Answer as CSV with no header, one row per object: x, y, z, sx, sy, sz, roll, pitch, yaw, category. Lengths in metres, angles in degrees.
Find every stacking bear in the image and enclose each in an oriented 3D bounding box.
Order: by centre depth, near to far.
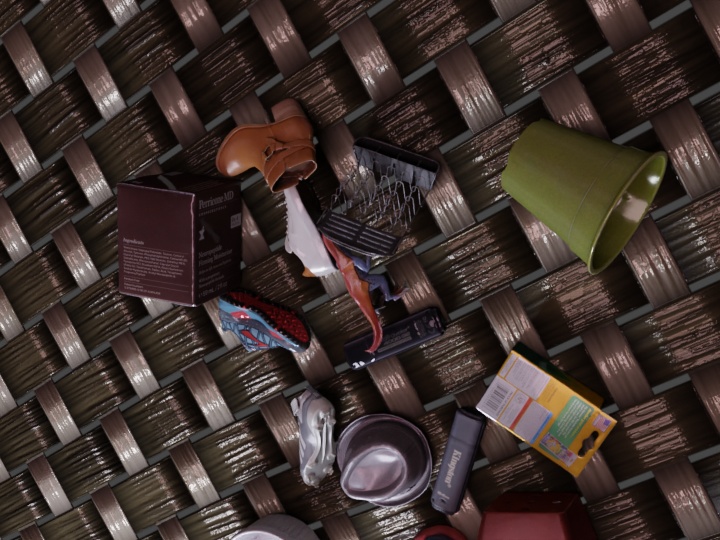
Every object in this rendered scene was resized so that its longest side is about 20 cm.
0.117,0.535,1.573,0.121,0.200,0.114,34,113,12,stacking bear

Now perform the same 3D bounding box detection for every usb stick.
0.169,0.331,1.586,0.055,0.033,0.202,20,110,16,usb stick
0.056,0.119,1.591,0.199,0.033,0.056,-25,85,26,usb stick

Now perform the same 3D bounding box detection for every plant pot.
0.315,-0.128,1.350,0.189,0.199,0.201,34,114,24,plant pot
0.290,0.466,1.498,0.198,0.199,0.178,-5,89,24,plant pot

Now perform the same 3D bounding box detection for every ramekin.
-0.159,0.567,1.751,0.198,0.105,0.202,5,104,22,ramekin

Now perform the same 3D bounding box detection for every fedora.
0.030,0.351,1.626,0.199,0.090,0.178,-27,91,26,fedora

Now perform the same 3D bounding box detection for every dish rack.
0.025,-0.115,1.469,0.152,0.201,0.055,20,145,16,dish rack

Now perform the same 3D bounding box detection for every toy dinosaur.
0.000,0.000,1.518,0.104,0.201,0.181,-24,136,32,toy dinosaur

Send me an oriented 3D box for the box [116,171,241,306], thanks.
-0.321,-0.061,1.631,0.163,0.166,0.202,9,107,21,box

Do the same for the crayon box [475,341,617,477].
0.307,0.228,1.501,0.199,0.052,0.126,34,113,13,crayon box

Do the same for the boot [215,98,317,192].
-0.161,-0.185,1.545,0.199,0.073,0.156,-37,50,23,boot

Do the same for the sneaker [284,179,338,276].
-0.110,-0.081,1.589,0.084,0.073,0.202,-19,96,23,sneaker

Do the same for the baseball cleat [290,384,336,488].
-0.088,0.299,1.686,0.106,0.069,0.202,45,134,43,baseball cleat

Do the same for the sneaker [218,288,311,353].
-0.175,0.109,1.672,0.199,0.079,0.096,27,121,24,sneaker
